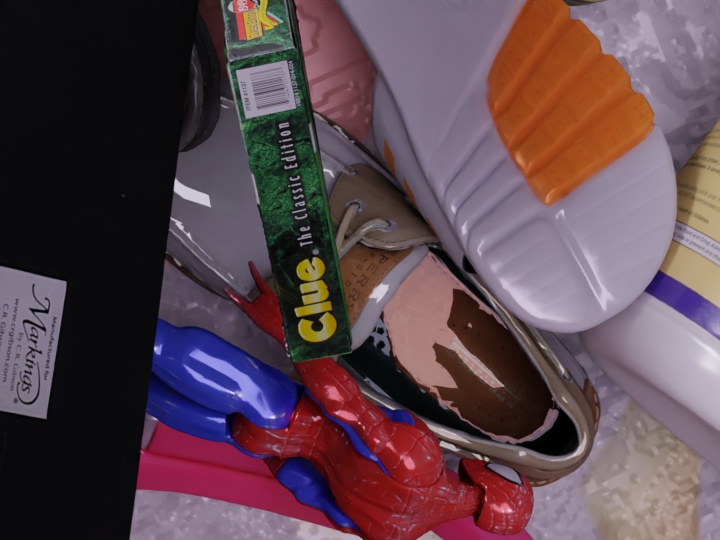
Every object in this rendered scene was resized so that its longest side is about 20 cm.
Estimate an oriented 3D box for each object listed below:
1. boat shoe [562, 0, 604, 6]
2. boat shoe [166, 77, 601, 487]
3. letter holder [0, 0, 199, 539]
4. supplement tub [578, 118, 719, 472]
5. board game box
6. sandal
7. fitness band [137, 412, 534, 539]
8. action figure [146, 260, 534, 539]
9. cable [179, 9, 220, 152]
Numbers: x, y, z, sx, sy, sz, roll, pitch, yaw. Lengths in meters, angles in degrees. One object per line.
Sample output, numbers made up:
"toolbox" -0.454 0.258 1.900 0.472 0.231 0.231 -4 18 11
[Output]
"boat shoe" 0.050 -0.187 0.972 0.073 0.063 0.202 -14 97 -10
"boat shoe" 0.000 0.000 0.972 0.199 0.068 0.075 34 90 -10
"letter holder" -0.139 -0.008 0.846 0.100 0.142 0.202 13 82 -47
"supplement tub" 0.183 -0.016 0.968 0.145 0.145 0.200 39 87 -11
"board game box" -0.029 -0.073 0.884 0.023 0.200 0.105 -9 124 -1
"sandal" 0.036 -0.065 0.968 0.079 0.059 0.207 -23 68 -16
"fitness band" -0.026 0.107 0.942 0.199 0.144 0.038 14 130 -12
"action figure" -0.037 0.040 0.933 0.199 0.066 0.052 24 50 1
"cable" -0.083 -0.112 0.917 0.096 0.050 0.201 15 105 9
